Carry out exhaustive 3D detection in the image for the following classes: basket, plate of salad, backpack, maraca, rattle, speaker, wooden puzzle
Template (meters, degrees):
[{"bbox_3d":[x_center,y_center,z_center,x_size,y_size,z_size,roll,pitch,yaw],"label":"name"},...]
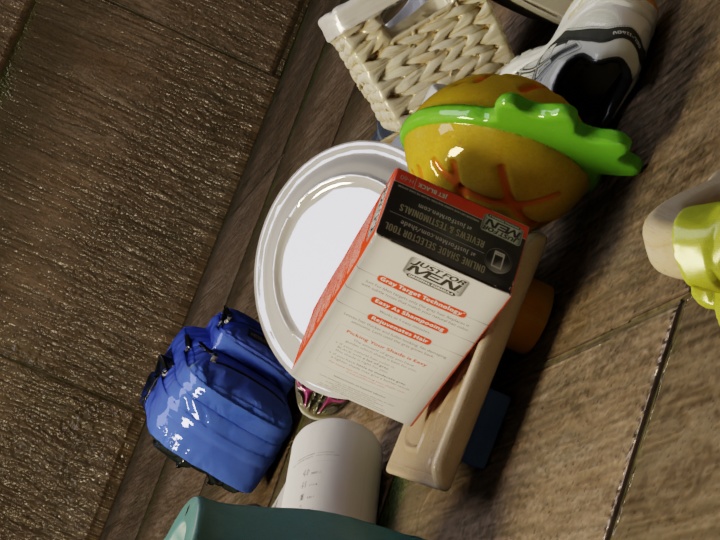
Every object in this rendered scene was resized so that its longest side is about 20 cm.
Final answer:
[{"bbox_3d":[0.050,-0.205,1.633,0.135,0.124,0.200,-31,8,0],"label":"basket"},{"bbox_3d":[0.000,0.000,1.437,0.199,0.048,0.202,-6,80,35],"label":"plate of salad"},{"bbox_3d":[-0.155,0.141,2.053,0.169,0.162,0.200,-61,10,12],"label":"backpack"},{"bbox_3d":[0.105,-0.082,1.254,0.200,0.136,0.108,-12,61,62],"label":"maraca"},{"bbox_3d":[0.210,0.003,0.854,0.130,0.144,0.200,-30,5,15],"label":"rattle"},{"bbox_3d":[-0.028,0.208,1.476,0.201,0.081,0.082,-83,19,-56],"label":"speaker"},{"bbox_3d":[0.084,0.069,1.326,0.200,0.046,0.187,154,139,-82],"label":"wooden puzzle"}]

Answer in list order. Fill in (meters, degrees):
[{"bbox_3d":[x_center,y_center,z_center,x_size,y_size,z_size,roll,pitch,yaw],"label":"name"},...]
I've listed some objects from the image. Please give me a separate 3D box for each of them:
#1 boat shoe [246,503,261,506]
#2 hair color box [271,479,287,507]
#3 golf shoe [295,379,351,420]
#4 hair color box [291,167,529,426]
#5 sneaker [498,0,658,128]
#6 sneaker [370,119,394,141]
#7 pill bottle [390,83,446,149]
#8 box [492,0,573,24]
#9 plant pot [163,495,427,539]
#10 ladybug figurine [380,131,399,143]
[{"bbox_3d":[-0.128,0.304,1.858,0.073,0.074,0.200,-42,-12,-39],"label":"boat shoe"},{"bbox_3d":[-0.062,0.276,1.555,0.201,0.060,0.100,-83,19,-56],"label":"hair color box"},{"bbox_3d":[-0.009,0.068,1.745,0.092,0.072,0.201,103,-170,-54],"label":"golf shoe"},{"bbox_3d":[0.030,0.023,1.265,0.200,0.101,0.062,123,169,-55],"label":"hair color box"},{"bbox_3d":[0.142,-0.122,1.344,0.200,0.075,0.088,124,166,-48],"label":"sneaker"},{"bbox_3d":[0.034,-0.106,1.860,0.146,0.076,0.204,124,166,-57],"label":"sneaker"},{"bbox_3d":[0.057,-0.042,1.498,0.114,0.113,0.201,-99,34,-72],"label":"pill bottle"},{"bbox_3d":[0.155,-0.269,1.593,0.200,0.077,0.096,-128,63,-79],"label":"box"},{"bbox_3d":[-0.051,0.243,1.217,0.200,0.187,0.201,-156,90,-80],"label":"plant pot"},{"bbox_3d":[0.041,-0.084,1.638,0.199,0.072,0.136,-27,8,24],"label":"ladybug figurine"}]
